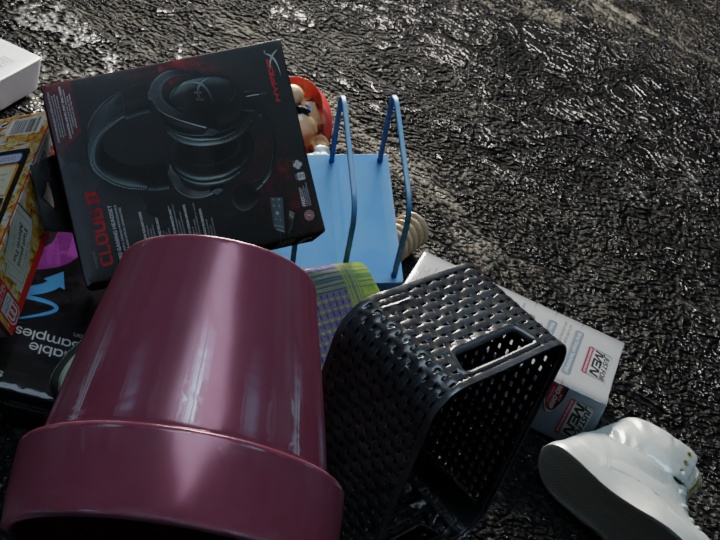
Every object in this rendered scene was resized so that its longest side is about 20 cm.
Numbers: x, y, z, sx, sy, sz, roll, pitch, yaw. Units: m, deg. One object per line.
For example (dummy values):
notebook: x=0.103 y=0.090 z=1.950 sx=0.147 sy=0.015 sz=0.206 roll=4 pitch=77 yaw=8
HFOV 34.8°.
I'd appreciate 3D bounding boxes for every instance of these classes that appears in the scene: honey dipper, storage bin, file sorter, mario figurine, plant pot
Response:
honey dipper: x=0.000 y=0.000 z=1.066 sx=0.038 sy=0.038 sz=0.200 roll=32 pitch=40 yaw=17
storage bin: x=0.039 y=0.109 z=0.789 sx=0.135 sy=0.201 sz=0.094 roll=-18 pitch=48 yaw=-41
file sorter: x=-0.061 y=-0.070 z=0.987 sx=0.198 sy=0.123 sz=0.140 roll=-1 pitch=60 yaw=-8
mario figurine: x=-0.088 y=-0.137 z=1.140 sx=0.123 sy=0.106 sz=0.200 roll=45 pitch=40 yaw=-13
plant pot: x=-0.101 y=0.085 z=0.702 sx=0.199 sy=0.200 sz=0.180 roll=12 pitch=67 yaw=-11

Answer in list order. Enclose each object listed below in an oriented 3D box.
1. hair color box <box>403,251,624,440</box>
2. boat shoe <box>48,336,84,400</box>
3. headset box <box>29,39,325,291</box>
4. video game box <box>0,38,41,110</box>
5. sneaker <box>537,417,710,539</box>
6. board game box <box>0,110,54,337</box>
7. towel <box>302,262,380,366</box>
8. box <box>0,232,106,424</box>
hair color box: x=0.123 y=0.068 z=1.008 sx=0.199 sy=0.061 sz=0.099 roll=25 pitch=35 yaw=8
boat shoe: x=-0.149 y=0.052 z=0.835 sx=0.060 sy=0.072 sz=0.201 roll=3 pitch=22 yaw=39
headset box: x=-0.142 y=-0.075 z=0.860 sx=0.199 sy=0.077 sz=0.150 roll=-12 pitch=87 yaw=-12
video game box: x=-0.441 y=-0.192 z=1.102 sx=0.181 sy=0.047 sz=0.200 roll=27 pitch=35 yaw=8
sneaker: x=0.246 y=0.188 z=0.893 sx=0.115 sy=0.074 sz=0.200 roll=-15 pitch=46 yaw=-35
board game box: x=-0.308 y=-0.031 z=0.857 sx=0.150 sy=0.046 sz=0.201 roll=-8 pitch=45 yaw=14
towel: x=-0.035 y=0.068 z=0.880 sx=0.199 sy=0.023 sz=0.145 roll=-15 pitch=81 yaw=-52
box: x=-0.226 y=0.030 z=0.878 sx=0.142 sy=0.036 sz=0.201 roll=16 pitch=45 yaw=-15
